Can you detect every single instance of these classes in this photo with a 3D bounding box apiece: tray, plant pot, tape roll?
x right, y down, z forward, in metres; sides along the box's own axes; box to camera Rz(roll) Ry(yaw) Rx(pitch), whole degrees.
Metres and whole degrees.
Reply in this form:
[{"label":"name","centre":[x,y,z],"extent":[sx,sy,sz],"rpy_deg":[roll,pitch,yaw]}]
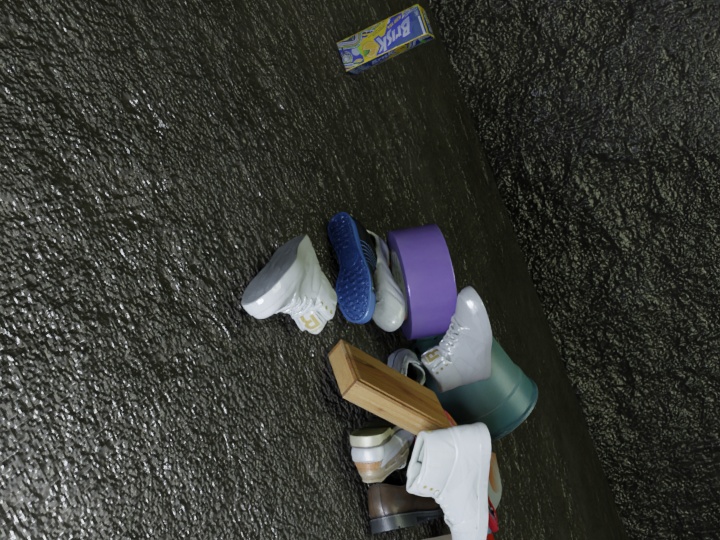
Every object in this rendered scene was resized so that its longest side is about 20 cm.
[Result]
[{"label":"tray","centre":[0.047,0.182,1.071],"extent":[0.200,0.037,0.099],"rpy_deg":[32,17,-29]},{"label":"plant pot","centre":[0.206,0.196,1.398],"extent":[0.197,0.200,0.200],"rpy_deg":[57,24,-14]},{"label":"tape roll","centre":[0.108,0.020,1.316],"extent":[0.200,0.084,0.201],"rpy_deg":[171,-90,-84]}]

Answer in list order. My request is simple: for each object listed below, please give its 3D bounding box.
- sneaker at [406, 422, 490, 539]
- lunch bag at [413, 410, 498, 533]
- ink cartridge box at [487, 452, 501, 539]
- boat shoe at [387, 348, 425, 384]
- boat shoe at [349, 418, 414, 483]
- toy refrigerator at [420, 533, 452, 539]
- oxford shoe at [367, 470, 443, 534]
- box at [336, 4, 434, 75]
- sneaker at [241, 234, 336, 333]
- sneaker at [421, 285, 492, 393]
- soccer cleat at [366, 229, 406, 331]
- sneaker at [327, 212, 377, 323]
[{"label":"sneaker","centre":[0.116,0.314,1.017],"extent":[0.074,0.115,0.201],"rpy_deg":[-162,-108,-73]},{"label":"lunch bag","centre":[0.157,0.351,1.221],"extent":[0.201,0.082,0.176],"rpy_deg":[61,8,-20]},{"label":"ink cartridge box","centre":[0.246,0.452,1.451],"extent":[0.162,0.050,0.201],"rpy_deg":[39,34,-54]},{"label":"boat shoe","centre":[0.081,0.184,1.243],"extent":[0.074,0.066,0.200],"rpy_deg":[67,21,-11]},{"label":"boat shoe","centre":[0.035,0.259,1.071],"extent":[0.200,0.074,0.069],"rpy_deg":[4,81,-66]},{"label":"toy refrigerator","centre":[0.095,0.456,1.029],"extent":[0.070,0.076,0.200],"rpy_deg":[70,20,-2]},{"label":"oxford shoe","centre":[0.072,0.336,1.083],"extent":[0.200,0.072,0.085],"rpy_deg":[28,45,-61]},{"label":"box","centre":[0.054,-0.501,1.585],"extent":[0.070,0.199,0.064],"rpy_deg":[70,21,-1]},{"label":"sneaker","centre":[-0.079,0.038,0.940],"extent":[0.116,0.073,0.200],"rpy_deg":[62,21,-15]},{"label":"sneaker","centre":[0.157,0.126,1.228],"extent":[0.074,0.115,0.201],"rpy_deg":[-125,-160,-53]},{"label":"soccer cleat","centre":[0.028,0.016,1.269],"extent":[0.078,0.069,0.201],"rpy_deg":[40,29,-45]},{"label":"sneaker","centre":[0.000,0.000,1.197],"extent":[0.078,0.070,0.201],"rpy_deg":[29,44,-51]}]
